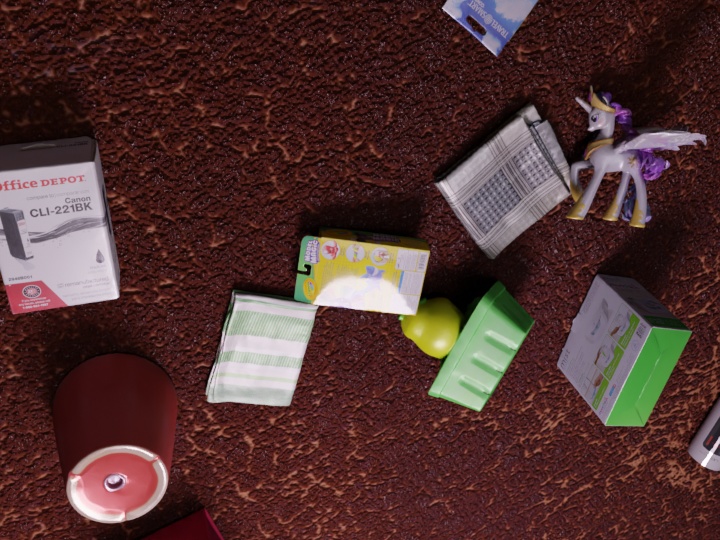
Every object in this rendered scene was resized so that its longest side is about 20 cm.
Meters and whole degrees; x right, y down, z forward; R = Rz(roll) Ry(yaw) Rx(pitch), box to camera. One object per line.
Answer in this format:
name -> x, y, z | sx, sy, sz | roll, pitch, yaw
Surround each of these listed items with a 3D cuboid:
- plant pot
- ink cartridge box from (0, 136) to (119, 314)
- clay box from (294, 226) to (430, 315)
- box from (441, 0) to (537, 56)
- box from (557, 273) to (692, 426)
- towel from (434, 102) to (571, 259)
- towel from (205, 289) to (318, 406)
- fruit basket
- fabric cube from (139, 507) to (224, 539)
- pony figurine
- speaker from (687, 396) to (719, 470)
plant pot -> -0.363, 0.257, 1.166 | 0.195, 0.178, 0.205 | -8, 121, -14
ink cartridge box -> -0.403, -0.059, 1.030 | 0.141, 0.084, 0.204 | -9, 120, -14
clay box -> 0.000, 0.000, 1.212 | 0.195, 0.048, 0.117 | 8, 116, -7
box -> 0.202, -0.414, 1.066 | 0.121, 0.048, 0.201 | 29, 106, -29
box -> 0.457, 0.139, 1.390 | 0.094, 0.177, 0.204 | 6, 116, -21
towel -> 0.240, -0.136, 1.244 | 0.199, 0.035, 0.193 | -39, 123, 4
towel -> -0.158, 0.130, 1.260 | 0.149, 0.023, 0.204 | 7, 115, -24
fruit basket -> 0.162, 0.107, 1.314 | 0.211, 0.155, 0.221 | 4, 101, 22
fabric cube -> -0.309, 0.581, 1.353 | 0.196, 0.201, 0.199 | -23, 122, -6
pony figurine -> 0.416, -0.175, 1.219 | 0.188, 0.167, 0.205 | 7, 101, 6
speaker -> 0.778, 0.323, 1.665 | 0.080, 0.082, 0.203 | 12, 114, -25
